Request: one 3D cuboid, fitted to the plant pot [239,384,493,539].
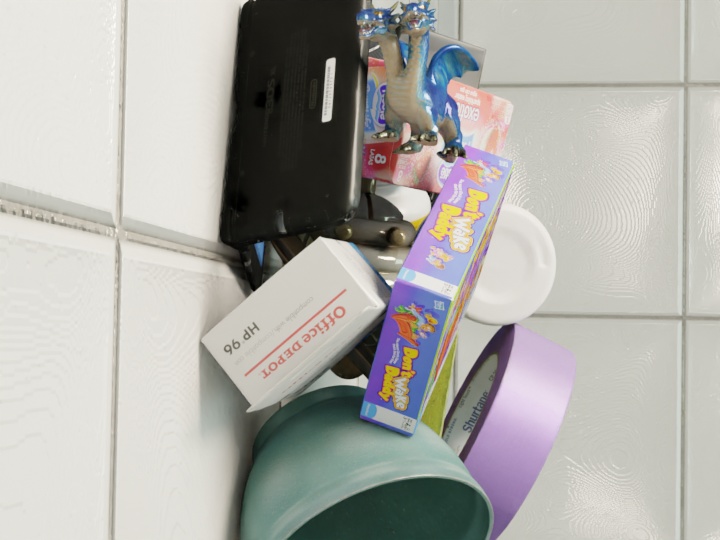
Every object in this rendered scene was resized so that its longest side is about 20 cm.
[{"bbox_3d":[-0.011,0.178,1.203,0.201,0.199,0.135,82,-14,-48],"label":"plant pot"}]

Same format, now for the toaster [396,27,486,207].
[{"bbox_3d":[0.057,-0.159,1.684,0.200,0.118,0.182,-74,180,-58],"label":"toaster"}]

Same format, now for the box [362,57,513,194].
[{"bbox_3d":[0.040,-0.120,1.282,0.200,0.102,0.096,4,100,-63],"label":"box"}]

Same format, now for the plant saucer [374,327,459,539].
[{"bbox_3d":[0.040,0.143,1.367,0.200,0.047,0.202,121,-21,-85],"label":"plant saucer"}]

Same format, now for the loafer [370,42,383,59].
[{"bbox_3d":[0.011,-0.168,1.506,0.201,0.071,0.063,59,-19,20],"label":"loafer"}]

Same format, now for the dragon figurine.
[{"bbox_3d":[0.051,-0.137,1.122,0.200,0.058,0.100,17,80,-65],"label":"dragon figurine"}]

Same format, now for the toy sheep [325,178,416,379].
[{"bbox_3d":[0.000,0.000,1.390,0.138,0.137,0.202,-26,126,-81],"label":"toy sheep"}]

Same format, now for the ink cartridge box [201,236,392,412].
[{"bbox_3d":[-0.041,0.037,1.105,0.068,0.116,0.200,50,5,5],"label":"ink cartridge box"}]

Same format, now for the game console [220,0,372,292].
[{"bbox_3d":[-0.041,-0.102,1.165,0.116,0.175,0.202,26,60,-49],"label":"game console"}]

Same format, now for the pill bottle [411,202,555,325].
[{"bbox_3d":[0.108,-0.012,1.445,0.200,0.111,0.113,-152,-118,-80],"label":"pill bottle"}]

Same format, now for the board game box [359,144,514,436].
[{"bbox_3d":[0.061,0.012,1.175,0.200,0.044,0.135,-61,168,-52],"label":"board game box"}]

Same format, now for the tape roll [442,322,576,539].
[{"bbox_3d":[0.121,0.150,1.384,0.201,0.065,0.200,-63,-177,6],"label":"tape roll"}]

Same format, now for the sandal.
[{"bbox_3d":[-0.023,0.038,1.277,0.201,0.054,0.082,55,24,3],"label":"sandal"}]

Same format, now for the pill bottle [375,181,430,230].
[{"bbox_3d":[0.019,-0.027,1.581,0.113,0.111,0.202,-70,159,-67],"label":"pill bottle"}]
